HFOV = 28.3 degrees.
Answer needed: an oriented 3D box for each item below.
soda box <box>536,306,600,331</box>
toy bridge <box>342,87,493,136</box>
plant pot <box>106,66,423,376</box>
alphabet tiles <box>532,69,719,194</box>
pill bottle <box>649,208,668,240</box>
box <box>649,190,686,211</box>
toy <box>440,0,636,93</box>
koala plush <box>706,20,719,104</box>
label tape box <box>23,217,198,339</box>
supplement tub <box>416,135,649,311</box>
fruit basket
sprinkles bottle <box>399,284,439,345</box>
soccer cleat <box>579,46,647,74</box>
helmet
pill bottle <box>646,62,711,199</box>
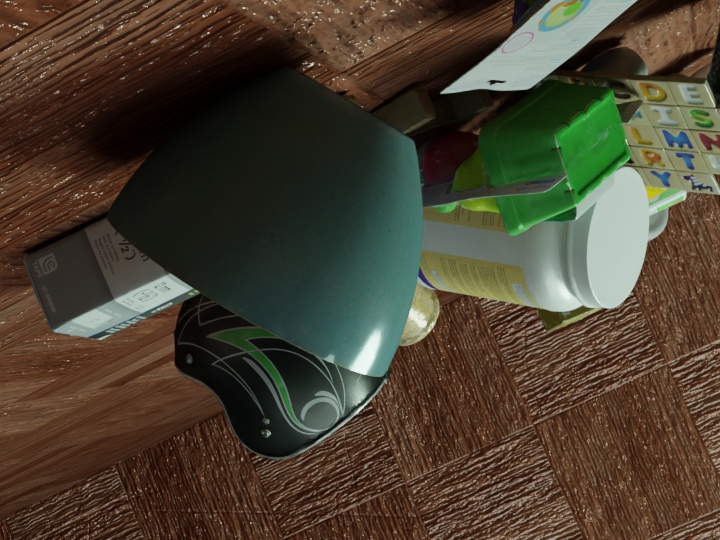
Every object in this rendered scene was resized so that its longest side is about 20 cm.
[{"bbox_3d":[0.201,-0.040,1.573,0.063,0.202,0.068,-22,174,-12],"label":"soda box"},{"bbox_3d":[0.027,-0.117,1.109,0.067,0.028,0.199,-27,173,37],"label":"toy bridge"},{"bbox_3d":[-0.038,-0.044,0.885,0.136,0.199,0.200,-60,168,5],"label":"plant pot"},{"bbox_3d":[0.252,-0.114,1.208,0.198,0.008,0.167,10,155,36],"label":"alphabet tiles"},{"bbox_3d":[0.421,-0.078,2.422,0.115,0.117,0.200,-20,172,-29],"label":"pill bottle"},{"bbox_3d":[0.364,-0.110,2.072,0.198,0.098,0.176,-25,176,11],"label":"box"},{"bbox_3d":[0.141,-0.186,0.911,0.199,0.048,0.115,-34,166,36],"label":"toy"},{"bbox_3d":[0.373,-0.148,1.178,0.200,0.175,0.186,18,93,-88],"label":"koala plush"},{"bbox_3d":[-0.145,-0.016,1.113,0.198,0.067,0.143,-23,173,1],"label":"label tape box"},{"bbox_3d":[0.144,-0.043,1.289,0.198,0.148,0.145,10,-165,35],"label":"supplement tub"},{"bbox_3d":[0.111,-0.081,1.158,0.198,0.095,0.185,-15,-165,41],"label":"fruit basket"},{"bbox_3d":[0.000,0.000,1.338,0.068,0.069,0.200,-26,140,19],"label":"sprinkles bottle"},{"bbox_3d":[0.182,-0.136,1.324,0.200,0.069,0.078,-40,-177,40],"label":"soccer cleat"},{"bbox_3d":[-0.084,0.068,1.438,0.199,0.192,0.200,-34,-169,8],"label":"helmet"},{"bbox_3d":[0.334,-0.149,1.589,0.110,0.112,0.199,-17,170,-47],"label":"pill bottle"}]
